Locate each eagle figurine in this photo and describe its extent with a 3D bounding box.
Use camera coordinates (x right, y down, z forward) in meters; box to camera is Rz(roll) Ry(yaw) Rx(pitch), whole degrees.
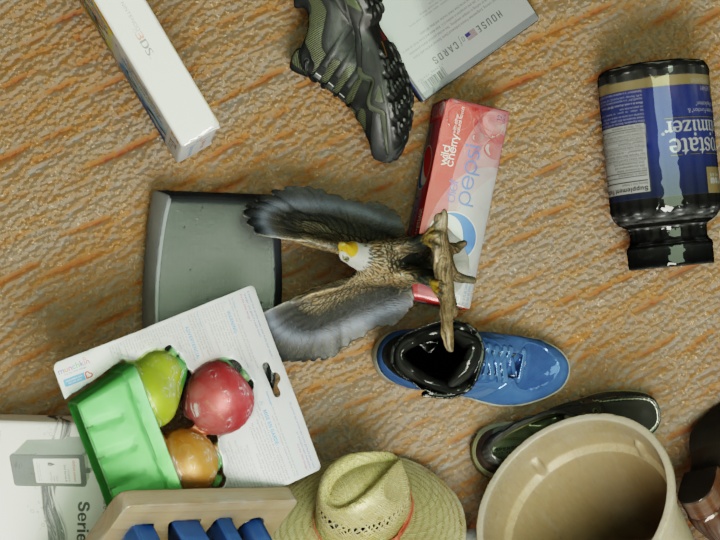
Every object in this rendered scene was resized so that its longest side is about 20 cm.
[{"bbox_3d":[-0.003,-0.004,1.583,0.199,0.152,0.151,-6,131,27],"label":"eagle figurine"}]

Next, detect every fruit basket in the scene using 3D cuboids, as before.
[{"bbox_3d":[-0.157,0.134,1.540,0.199,0.094,0.186,-23,95,-24],"label":"fruit basket"}]

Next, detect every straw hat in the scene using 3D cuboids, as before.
[{"bbox_3d":[0.002,0.215,1.577,0.200,0.201,0.085,-10,131,-10],"label":"straw hat"}]

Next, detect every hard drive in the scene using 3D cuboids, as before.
[{"bbox_3d":[-0.141,0.024,1.631,0.134,0.042,0.201,2,88,-9],"label":"hard drive"}]

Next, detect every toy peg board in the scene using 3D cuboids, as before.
[{"bbox_3d":[-0.163,0.295,1.507,0.199,0.199,0.098,-53,53,28],"label":"toy peg board"}]

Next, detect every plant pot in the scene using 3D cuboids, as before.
[{"bbox_3d":[0.240,0.270,1.611,0.201,0.200,0.184,-48,130,-8],"label":"plant pot"}]

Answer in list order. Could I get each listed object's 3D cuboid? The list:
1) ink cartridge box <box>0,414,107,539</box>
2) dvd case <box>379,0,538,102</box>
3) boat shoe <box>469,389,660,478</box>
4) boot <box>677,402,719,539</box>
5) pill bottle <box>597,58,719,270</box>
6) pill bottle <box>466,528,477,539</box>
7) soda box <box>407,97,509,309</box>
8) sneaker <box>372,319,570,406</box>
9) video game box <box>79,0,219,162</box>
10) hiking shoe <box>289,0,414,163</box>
[{"bbox_3d":[-0.298,0.210,1.585,0.199,0.084,0.146,2,88,-10],"label":"ink cartridge box"},{"bbox_3d":[0.063,-0.292,1.693,0.150,0.025,0.200,-35,95,-9],"label":"dvd case"},{"bbox_3d":[0.210,0.166,1.680,0.200,0.066,0.072,-11,89,-10],"label":"boat shoe"},{"bbox_3d":[0.395,0.250,1.709,0.200,0.064,0.187,58,46,-21],"label":"boot"},{"bbox_3d":[0.299,-0.103,1.682,0.111,0.112,0.201,-6,89,-10],"label":"pill bottle"},{"bbox_3d":[0.027,0.307,1.622,0.199,0.112,0.113,-9,90,-10],"label":"pill bottle"},{"bbox_3d":[0.090,-0.065,1.670,0.070,0.063,0.201,12,87,-9],"label":"soda box"},{"bbox_3d":[0.117,0.092,1.645,0.199,0.111,0.077,9,86,-9],"label":"sneaker"},{"bbox_3d":[-0.201,-0.200,1.567,0.047,0.182,0.200,-32,93,-9],"label":"video game box"},{"bbox_3d":[-0.014,-0.198,1.659,0.100,0.076,0.201,-14,95,23],"label":"hiking shoe"}]
